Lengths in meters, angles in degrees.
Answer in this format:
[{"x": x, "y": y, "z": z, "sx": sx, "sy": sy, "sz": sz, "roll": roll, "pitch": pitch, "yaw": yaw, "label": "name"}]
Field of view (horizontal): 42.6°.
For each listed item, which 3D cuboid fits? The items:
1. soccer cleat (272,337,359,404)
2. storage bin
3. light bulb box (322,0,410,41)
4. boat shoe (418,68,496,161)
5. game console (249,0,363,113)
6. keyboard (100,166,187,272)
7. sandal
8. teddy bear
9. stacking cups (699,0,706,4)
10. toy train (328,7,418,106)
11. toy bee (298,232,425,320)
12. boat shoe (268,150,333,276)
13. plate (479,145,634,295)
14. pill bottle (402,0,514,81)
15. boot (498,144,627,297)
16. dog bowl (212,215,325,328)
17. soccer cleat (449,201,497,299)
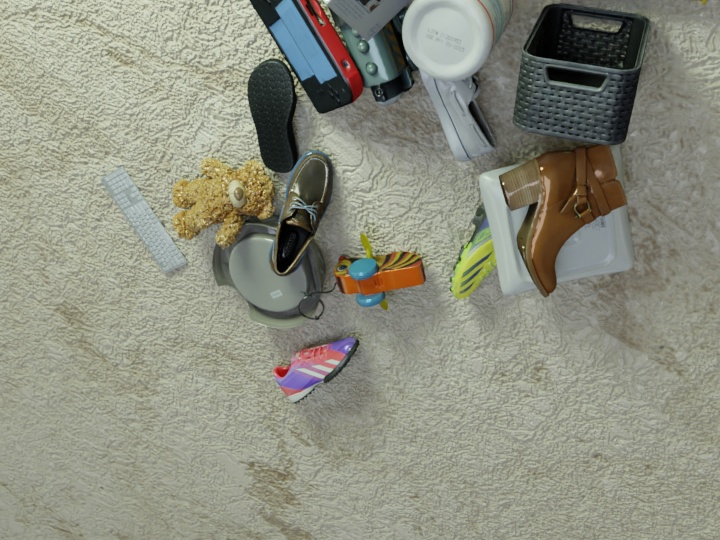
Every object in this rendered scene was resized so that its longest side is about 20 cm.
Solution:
[{"x": -0.080, "y": 0.162, "z": 1.617, "sx": 0.073, "sy": 0.068, "sz": 0.200, "roll": 46, "pitch": 129, "yaw": -6, "label": "soccer cleat"}, {"x": 0.269, "y": -0.242, "z": 1.119, "sx": 0.133, "sy": 0.201, "sz": 0.095, "roll": 12, "pitch": 125, "yaw": 15, "label": "storage bin"}, {"x": 0.006, "y": -0.422, "z": 1.077, "sx": 0.199, "sy": 0.125, "sz": 0.199, "roll": -40, "pitch": 70, "yaw": 15, "label": "light bulb box"}, {"x": 0.133, "y": -0.246, "z": 1.264, "sx": 0.065, "sy": 0.074, "sz": 0.201, "roll": -12, "pitch": 126, "yaw": 23, "label": "boat shoe"}, {"x": -0.079, "y": -0.311, "z": 1.262, "sx": 0.201, "sy": 0.031, "sz": 0.176, "roll": 58, "pitch": 161, "yaw": -13, "label": "game console"}, {"x": -0.377, "y": -0.086, "z": 1.613, "sx": 0.056, "sy": 0.011, "sz": 0.201, "roll": -19, "pitch": 112, "yaw": 31, "label": "keyboard"}, {"x": -0.127, "y": -0.239, "z": 1.393, "sx": 0.074, "sy": 0.048, "sz": 0.202, "roll": 15, "pitch": 138, "yaw": 12, "label": "sandal"}, {"x": -0.231, "y": -0.112, "z": 1.475, "sx": 0.198, "sy": 0.067, "sz": 0.147, "roll": 10, "pitch": 83, "yaw": 34, "label": "teddy bear"}, {"x": 0.319, "y": -0.364, "z": 1.110, "sx": 0.197, "sy": 0.061, "sz": 0.061, "roll": 13, "pitch": 126, "yaw": 16, "label": "stacking cups"}, {"x": 0.016, "y": -0.319, "z": 1.230, "sx": 0.084, "sy": 0.114, "sz": 0.202, "roll": -9, "pitch": 117, "yaw": 27, "label": "toy train"}, {"x": 0.000, "y": 0.000, "z": 1.468, "sx": 0.197, "sy": 0.109, "sz": 0.133, "roll": 3, "pitch": 118, "yaw": -9, "label": "toy bee"}, {"x": -0.088, "y": -0.083, "z": 1.417, "sx": 0.071, "sy": 0.072, "sz": 0.203, "roll": 15, "pitch": 102, "yaw": -8, "label": "boat shoe"}, {"x": 0.281, "y": -0.063, "z": 1.300, "sx": 0.197, "sy": 0.032, "sz": 0.202, "roll": -12, "pitch": 116, "yaw": 7, "label": "plate"}, {"x": 0.128, "y": -0.317, "z": 1.130, "sx": 0.107, "sy": 0.201, "sz": 0.110, "roll": 10, "pitch": 125, "yaw": 15, "label": "pill bottle"}, {"x": 0.283, "y": -0.067, "z": 1.241, "sx": 0.153, "sy": 0.074, "sz": 0.202, "roll": -18, "pitch": 118, "yaw": 5, "label": "boot"}, {"x": -0.147, "y": -0.002, "z": 1.541, "sx": 0.197, "sy": 0.059, "sz": 0.202, "roll": 11, "pitch": 125, "yaw": 16, "label": "dog bowl"}, {"x": 0.192, "y": -0.027, "z": 1.379, "sx": 0.083, "sy": 0.065, "sz": 0.202, "roll": 23, "pitch": 127, "yaw": 4, "label": "soccer cleat"}]
